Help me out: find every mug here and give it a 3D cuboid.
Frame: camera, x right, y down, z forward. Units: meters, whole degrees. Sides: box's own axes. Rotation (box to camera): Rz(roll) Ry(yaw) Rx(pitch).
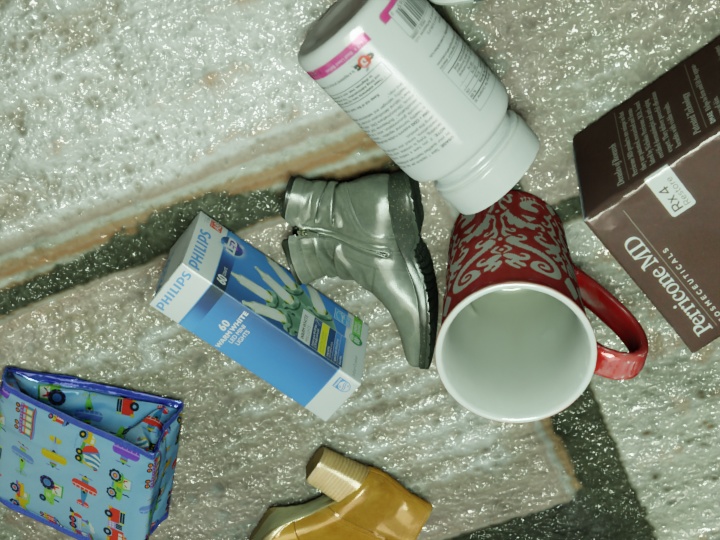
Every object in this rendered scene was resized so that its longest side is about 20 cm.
[{"bbox_3d":[0.146,0.035,1.268,0.177,0.200,0.133,40,113,-18],"label":"mug"}]

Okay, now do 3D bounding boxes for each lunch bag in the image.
[{"bbox_3d":[-0.292,0.189,1.453,0.199,0.094,0.151,16,122,5],"label":"lunch bag"}]

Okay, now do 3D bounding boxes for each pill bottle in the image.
[{"bbox_3d":[0.052,-0.148,1.223,0.113,0.114,0.200,-38,110,21],"label":"pill bottle"}]

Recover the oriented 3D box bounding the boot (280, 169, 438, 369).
[{"bbox_3d":[0.000,0.000,1.344,0.130,0.068,0.201,-6,111,12],"label":"boot"}]

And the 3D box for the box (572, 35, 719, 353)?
[{"bbox_3d":[0.308,-0.076,1.217,0.200,0.164,0.166,-35,111,20],"label":"box"}]

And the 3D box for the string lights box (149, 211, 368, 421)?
[{"bbox_3d":[-0.091,0.043,1.343,0.200,0.103,0.059,35,117,-15],"label":"string lights box"}]

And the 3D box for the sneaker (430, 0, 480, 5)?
[{"bbox_3d":[0.138,-0.301,1.155,0.201,0.077,0.147,-9,120,10],"label":"sneaker"}]

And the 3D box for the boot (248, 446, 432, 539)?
[{"bbox_3d":[-0.029,0.285,1.489,0.144,0.071,0.201,34,111,-11],"label":"boot"}]
